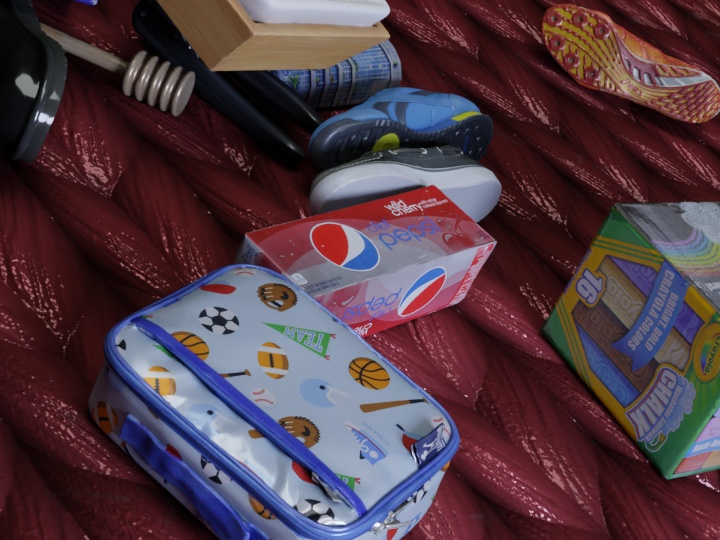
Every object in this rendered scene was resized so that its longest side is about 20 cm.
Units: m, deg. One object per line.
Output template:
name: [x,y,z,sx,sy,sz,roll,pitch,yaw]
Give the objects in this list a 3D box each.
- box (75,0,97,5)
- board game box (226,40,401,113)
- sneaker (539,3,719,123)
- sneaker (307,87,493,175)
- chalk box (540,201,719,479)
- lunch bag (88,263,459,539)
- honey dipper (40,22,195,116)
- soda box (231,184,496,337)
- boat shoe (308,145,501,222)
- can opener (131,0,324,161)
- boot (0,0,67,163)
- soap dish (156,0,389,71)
box: [-0.283,-0.277,1.122,0.184,0.105,0.200,13,8,-18]
board game box: [-0.056,-0.224,1.306,0.200,0.062,0.200,-14,50,-44]
sneaker: [0.267,-0.202,1.505,0.200,0.073,0.077,31,11,2]
sneaker: [0.018,-0.109,1.196,0.078,0.066,0.200,36,32,32]
chalk box: [0.248,0.060,1.053,0.124,0.124,0.200,-2,43,-38]
lunch bag: [-0.048,0.089,0.856,0.200,0.076,0.160,37,36,20]
honey dipper: [-0.224,-0.174,1.149,0.200,0.038,0.038,24,32,5]
soda box: [0.000,0.000,1.022,0.070,0.063,0.200,44,36,25]
boat shoe: [0.026,-0.062,1.130,0.200,0.069,0.057,-4,44,-48]
can opener: [-0.109,-0.156,1.181,0.200,0.063,0.079,46,10,14]
boot: [-0.296,-0.151,1.017,0.158,0.080,0.211,12,23,-32]
soap dish: [-0.081,-0.223,1.138,0.157,0.081,0.200,52,28,13]
